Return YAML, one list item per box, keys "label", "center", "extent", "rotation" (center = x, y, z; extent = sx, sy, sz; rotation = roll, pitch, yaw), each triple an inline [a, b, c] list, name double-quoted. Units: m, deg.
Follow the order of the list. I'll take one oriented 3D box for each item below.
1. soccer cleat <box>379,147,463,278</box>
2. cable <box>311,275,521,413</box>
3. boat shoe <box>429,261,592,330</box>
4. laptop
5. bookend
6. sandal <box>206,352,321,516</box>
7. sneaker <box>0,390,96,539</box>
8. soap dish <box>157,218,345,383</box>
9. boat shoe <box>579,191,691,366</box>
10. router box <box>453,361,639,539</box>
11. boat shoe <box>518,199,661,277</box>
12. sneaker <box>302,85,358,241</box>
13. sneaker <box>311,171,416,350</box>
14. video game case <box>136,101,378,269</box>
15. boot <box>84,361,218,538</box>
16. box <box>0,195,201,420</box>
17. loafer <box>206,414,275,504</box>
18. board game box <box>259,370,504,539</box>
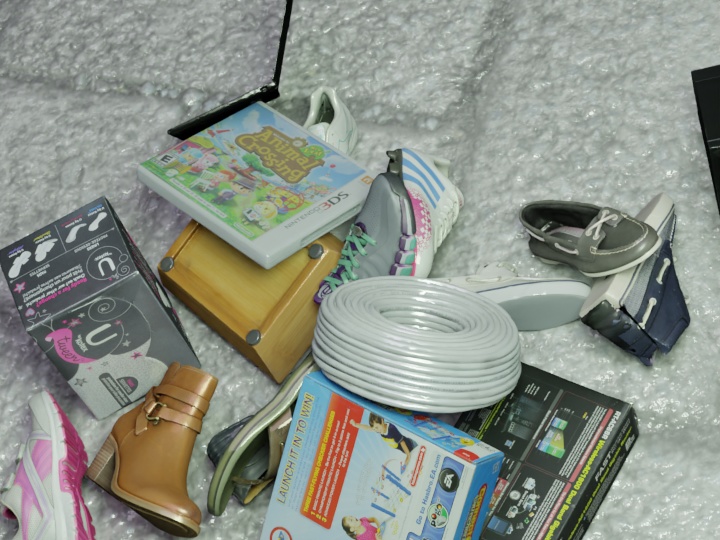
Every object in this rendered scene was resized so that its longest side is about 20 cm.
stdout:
- label: "soccer cleat"
  center: [0.072, -0.060, 1.834]
  extent: [0.086, 0.070, 0.200]
  rotation: [7, 42, -11]
- label: "cable"
  center: [0.056, 0.068, 1.640]
  extent: [0.200, 0.069, 0.200]
  rotation: [-2, 21, -31]
- label: "boat shoe"
  center: [0.138, 0.022, 1.782]
  extent: [0.199, 0.071, 0.070]
  rotation: [-10, 57, 18]
- label: "laptop"
  center: [-0.139, -0.239, 1.945]
  extent: [0.200, 0.187, 0.116]
  rotation: [-25, 92, 0]
- label: "bookend"
  center: [0.386, -0.147, 1.739]
  extent: [0.092, 0.199, 0.200]
  rotation: [-12, 54, 11]
- label: "sandal"
  center: [-0.077, 0.160, 1.678]
  extent: [0.057, 0.080, 0.201]
  rotation: [41, 87, 9]
- label: "sneaker"
  center: [-0.328, 0.213, 1.779]
  extent: [0.088, 0.081, 0.200]
  rotation: [-16, 53, 4]
- label: "soap dish"
  center: [-0.109, -0.001, 1.838]
  extent: [0.200, 0.081, 0.157]
  rotation: [37, 89, 32]
- label: "boat shoe"
  center: [0.293, 0.011, 1.750]
  extent: [0.093, 0.075, 0.200]
  rotation: [39, 50, -5]
- label: "router box"
  center: [0.155, 0.193, 1.661]
  extent: [0.150, 0.062, 0.200]
  rotation: [21, 65, 29]
- label: "boat shoe"
  center: [0.220, -0.037, 1.738]
  extent: [0.067, 0.057, 0.200]
  rotation: [-45, 20, -17]
- label: "sneaker"
  center: [-0.045, -0.114, 1.918]
  extent: [0.070, 0.080, 0.201]
  rotation: [-6, 57, 10]
- label: "sneaker"
  center: [0.000, 0.000, 1.749]
  extent: [0.087, 0.200, 0.074]
  rotation: [-8, 27, -27]
- label: "video game case"
  center: [-0.102, -0.094, 1.824]
  extent: [0.200, 0.022, 0.182]
  rotation: [33, 48, 30]
- label: "boot"
  center: [-0.185, 0.172, 1.736]
  extent: [0.200, 0.074, 0.155]
  rotation: [22, 72, 50]
- label: "box"
  center: [-0.268, 0.044, 1.800]
  extent: [0.132, 0.200, 0.115]
  rotation: [-28, 54, -3]
- label: "loafer"
  center: [-0.053, 0.162, 1.745]
  extent: [0.200, 0.073, 0.072]
  rotation: [-32, 63, 6]
- label: "board game box"
  center: [0.014, 0.220, 1.617]
  extent: [0.196, 0.056, 0.200]
  rotation: [26, 110, 29]
